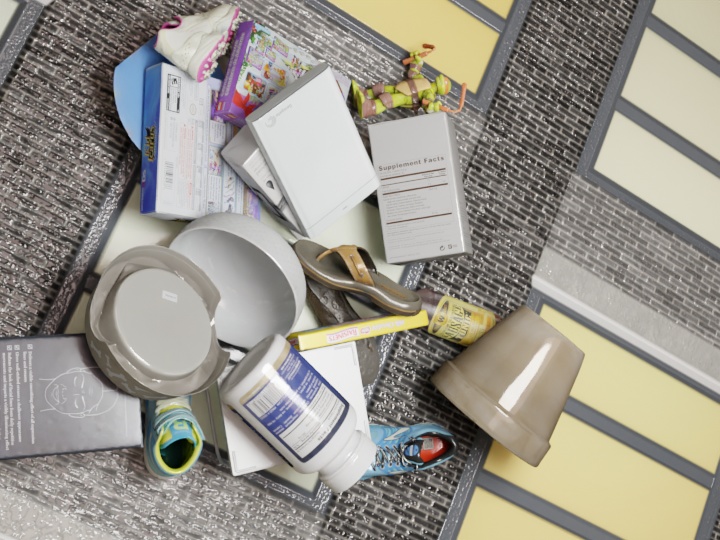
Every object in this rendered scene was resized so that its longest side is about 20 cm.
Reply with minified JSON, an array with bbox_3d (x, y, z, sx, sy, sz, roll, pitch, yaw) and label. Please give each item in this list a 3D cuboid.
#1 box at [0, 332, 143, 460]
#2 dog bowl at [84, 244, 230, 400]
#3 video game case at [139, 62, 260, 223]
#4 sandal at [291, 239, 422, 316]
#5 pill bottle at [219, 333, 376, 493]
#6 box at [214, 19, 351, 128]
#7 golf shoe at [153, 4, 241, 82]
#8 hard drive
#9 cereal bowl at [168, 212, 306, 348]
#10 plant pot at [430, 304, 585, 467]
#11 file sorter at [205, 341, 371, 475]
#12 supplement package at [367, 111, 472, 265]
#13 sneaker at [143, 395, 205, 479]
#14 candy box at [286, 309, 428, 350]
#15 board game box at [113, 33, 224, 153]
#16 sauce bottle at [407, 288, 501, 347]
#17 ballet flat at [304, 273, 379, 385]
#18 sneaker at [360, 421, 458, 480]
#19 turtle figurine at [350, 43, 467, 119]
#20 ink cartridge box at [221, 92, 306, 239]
[{"bbox_3d":[-0.387,0.159,1.365,0.197,0.107,0.151,-1,84,-21],"label":"box"},{"bbox_3d":[-0.258,0.071,1.346,0.199,0.058,0.203,25,50,-34],"label":"dog bowl"},{"bbox_3d":[-0.215,-0.163,1.465,0.180,0.045,0.203,9,80,-45],"label":"video game case"},{"bbox_3d":[0.000,0.000,1.454,0.198,0.082,0.055,26,115,-1],"label":"sandal"},{"bbox_3d":[-0.074,0.186,1.354,0.200,0.111,0.111,46,71,-13],"label":"pill bottle"},{"bbox_3d":[-0.107,-0.248,1.518,0.199,0.039,0.139,25,74,-42],"label":"box"},{"bbox_3d":[-0.220,-0.330,1.458,0.090,0.201,0.076,24,119,-6],"label":"golf shoe"},{"bbox_3d":[-0.059,-0.158,1.432,0.131,0.027,0.201,-38,128,-16],"label":"hard drive"},{"bbox_3d":[-0.158,0.003,1.434,0.200,0.199,0.084,47,41,-11],"label":"cereal bowl"},{"bbox_3d":[0.230,0.154,1.541,0.199,0.200,0.174,38,93,-14],"label":"plant pot"},{"bbox_3d":[-0.107,0.186,1.466,0.197,0.124,0.141,-10,89,-22],"label":"file sorter"},{"bbox_3d":[0.089,-0.116,1.559,0.118,0.121,0.203,-8,87,11],"label":"supplement package"},{"bbox_3d":[-0.246,0.177,1.408,0.078,0.130,0.203,-4,86,-21],"label":"sneaker"},{"bbox_3d":[-0.014,0.084,1.482,0.197,0.102,0.027,-10,92,-26],"label":"candy box"},{"bbox_3d":[-0.270,-0.240,1.480,0.201,0.039,0.159,-52,121,-38],"label":"board game box"},{"bbox_3d":[0.118,0.067,1.603,0.197,0.066,0.067,18,78,-19],"label":"sauce bottle"},{"bbox_3d":[-0.033,0.077,1.556,0.067,0.046,0.202,-35,103,-25],"label":"ballet flat"},{"bbox_3d":[0.054,0.258,1.543,0.197,0.090,0.080,-9,88,-22],"label":"sneaker"},{"bbox_3d":[0.068,-0.272,1.599,0.159,0.065,0.201,-10,43,-6],"label":"turtle figurine"},{"bbox_3d":[-0.087,-0.132,1.486,0.116,0.068,0.200,-49,131,-9],"label":"ink cartridge box"}]
